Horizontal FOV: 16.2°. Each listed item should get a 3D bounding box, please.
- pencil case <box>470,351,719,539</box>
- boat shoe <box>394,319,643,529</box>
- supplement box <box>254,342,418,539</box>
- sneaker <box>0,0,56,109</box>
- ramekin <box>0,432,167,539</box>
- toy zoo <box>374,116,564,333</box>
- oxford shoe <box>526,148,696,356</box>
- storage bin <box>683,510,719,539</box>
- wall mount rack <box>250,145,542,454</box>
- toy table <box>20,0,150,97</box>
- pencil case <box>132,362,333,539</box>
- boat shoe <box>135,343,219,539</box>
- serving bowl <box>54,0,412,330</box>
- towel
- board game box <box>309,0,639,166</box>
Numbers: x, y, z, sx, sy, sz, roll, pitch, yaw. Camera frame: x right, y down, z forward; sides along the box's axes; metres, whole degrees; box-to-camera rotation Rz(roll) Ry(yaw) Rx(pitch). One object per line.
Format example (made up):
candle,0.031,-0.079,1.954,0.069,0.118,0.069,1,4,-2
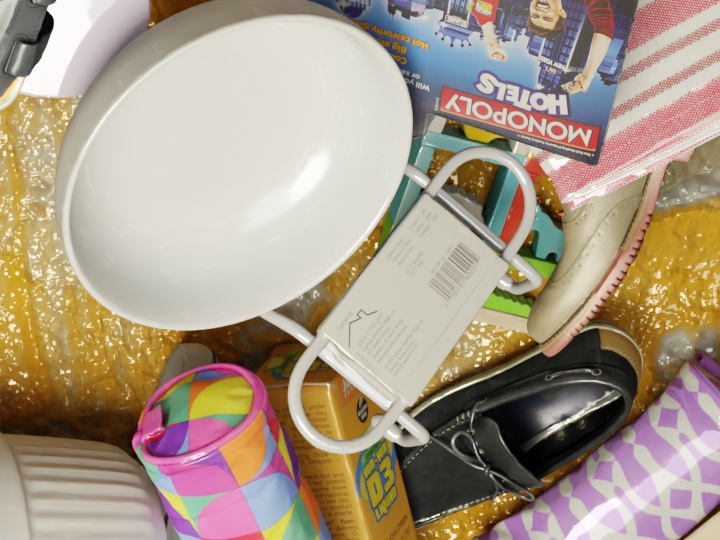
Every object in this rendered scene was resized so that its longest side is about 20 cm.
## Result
pencil case,0.158,0.136,1.548,0.200,0.086,0.084,-40,135,7
boat shoe,0.083,0.102,1.525,0.200,0.062,0.075,-32,117,18
supplement box,-0.012,0.145,1.514,0.069,0.067,0.201,-7,111,26
sneaker,-0.179,-0.135,1.248,0.200,0.079,0.079,-41,108,21
ramekin,-0.179,0.189,1.457,0.105,0.200,0.201,0,114,-21
toy zoo,0.094,-0.063,1.485,0.131,0.020,0.201,14,110,-16
oxford shoe,0.136,-0.048,1.457,0.075,0.070,0.201,26,98,-3
storage bin,0.240,0.244,1.573,0.200,0.094,0.198,-40,140,9
wall mount rack,0.000,0.000,1.425,0.174,0.075,0.200,40,75,-10
toy table,-0.199,-0.187,1.327,0.183,0.117,0.200,-33,114,6
pencil case,-0.063,0.148,1.423,0.088,0.088,0.201,-20,124,-1
boat shoe,-0.091,0.137,1.512,0.086,0.075,0.203,8,115,-13
serving bowl,-0.074,-0.066,1.335,0.199,0.066,0.201,-18,135,-19
towel,0.132,-0.153,1.405,0.146,0.030,0.201,-28,87,10
board game box,0.049,-0.139,1.355,0.199,0.062,0.200,19,133,9
